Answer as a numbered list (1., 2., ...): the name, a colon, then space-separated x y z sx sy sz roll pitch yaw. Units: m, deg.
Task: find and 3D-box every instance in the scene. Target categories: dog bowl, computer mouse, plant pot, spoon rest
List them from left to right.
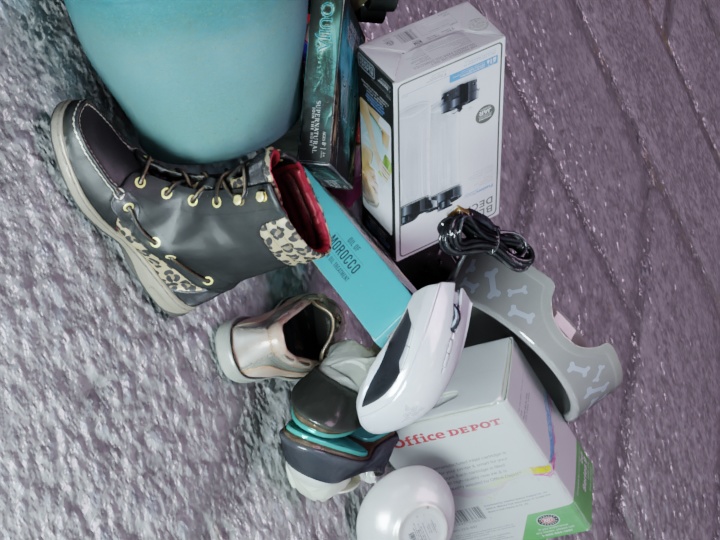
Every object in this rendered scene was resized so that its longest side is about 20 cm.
1. plant pot: -0.125 -0.192 1.366 0.201 0.198 0.190 -65 147 -54
2. spoon rest: 0.056 0.267 1.612 0.099 0.060 0.202 -26 109 -20
3. computer mouse: 0.066 0.049 1.452 0.109 0.044 0.201 26 92 -50
4. dog bowl: 0.156 0.065 1.716 0.059 0.199 0.201 -47 127 -16

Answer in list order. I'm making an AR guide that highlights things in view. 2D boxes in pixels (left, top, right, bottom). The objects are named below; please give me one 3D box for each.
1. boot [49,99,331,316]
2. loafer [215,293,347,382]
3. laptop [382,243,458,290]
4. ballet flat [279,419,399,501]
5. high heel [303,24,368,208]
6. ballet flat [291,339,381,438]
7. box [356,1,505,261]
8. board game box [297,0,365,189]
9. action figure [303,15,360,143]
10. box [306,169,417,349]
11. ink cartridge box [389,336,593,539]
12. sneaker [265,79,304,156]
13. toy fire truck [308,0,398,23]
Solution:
1. boot: -0.124 -0.060 1.325 0.201 0.149 0.073 59 29 -29
2. loafer: -0.050 0.056 1.515 0.200 0.062 0.073 -14 89 -65
3. laptop: 0.039 -0.007 1.793 0.201 0.103 0.178 -56 130 -26
4. ballet flat: -0.021 0.161 1.517 0.200 0.072 0.074 0 77 -69
5. high heel: -0.022 -0.157 1.721 0.096 0.067 0.201 103 -22 -49
6. ballet flat: -0.007 0.091 1.515 0.069 0.068 0.200 -64 168 10
7. box: 0.061 -0.117 1.535 0.060 0.116 0.201 48 -29 37
8. board game box: -0.021 -0.143 1.467 0.200 0.028 0.137 24 71 -84
9. action figure: 0.002 -0.186 1.622 0.065 0.099 0.201 20 32 -58
10. box: 0.000 0.000 1.546 0.082 0.049 0.200 42 7 -49
11. ink cartridge box: 0.117 0.169 1.699 0.200 0.144 0.088 54 32 -37
12. sneaker: -0.075 -0.176 1.575 0.199 0.076 0.115 37 51 -45
13. toy fire truck: 0.002 -0.316 1.478 0.176 0.127 0.202 161 -70 -79
